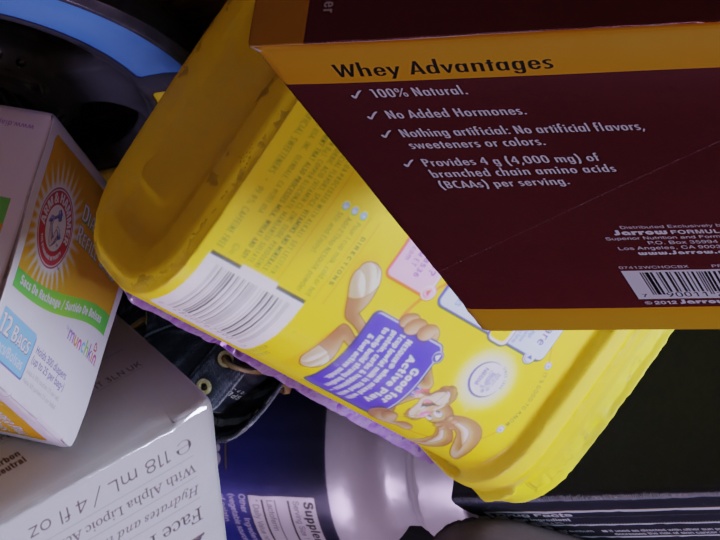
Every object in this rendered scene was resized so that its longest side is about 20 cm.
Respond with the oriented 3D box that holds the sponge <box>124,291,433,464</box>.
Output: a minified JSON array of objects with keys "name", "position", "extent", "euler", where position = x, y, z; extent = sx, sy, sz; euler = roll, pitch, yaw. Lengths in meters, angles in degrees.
[{"name":"sponge","position":[0.000,0.000,0.977],"extent":[0.200,0.112,0.030],"euler":[32,-168,-44]}]

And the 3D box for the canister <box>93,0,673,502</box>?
[{"name":"canister","position":[0.019,-0.016,0.887],"extent":[0.200,0.149,0.087],"euler":[30,-172,-36]}]

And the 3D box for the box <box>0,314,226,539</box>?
[{"name":"box","position":[-0.190,0.096,1.024],"extent":[0.200,0.199,0.131],"euler":[38,146,38]}]

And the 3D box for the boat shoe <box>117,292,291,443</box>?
[{"name":"boat shoe","position":[-0.038,0.026,1.072],"extent":[0.200,0.091,0.071],"euler":[-12,150,41]}]

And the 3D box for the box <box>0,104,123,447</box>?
[{"name":"box","position":[-0.204,-0.010,0.938],"extent":[0.199,0.102,0.113],"euler":[10,162,15]}]

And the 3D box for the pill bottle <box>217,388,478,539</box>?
[{"name":"pill bottle","position":[-0.033,0.080,1.169],"extent":[0.199,0.116,0.116],"euler":[0,156,18]}]

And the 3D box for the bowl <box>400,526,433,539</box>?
[{"name":"bowl","position":[0.075,0.119,1.324],"extent":[0.200,0.039,0.201],"euler":[7,158,3]}]

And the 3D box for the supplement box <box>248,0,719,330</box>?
[{"name":"supplement box","position":[0.102,-0.081,0.710],"extent":[0.197,0.133,0.200],"euler":[-1,156,22]}]

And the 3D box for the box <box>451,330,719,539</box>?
[{"name":"box","position":[0.179,0.076,1.072],"extent":[0.200,0.124,0.198],"euler":[-5,155,33]}]

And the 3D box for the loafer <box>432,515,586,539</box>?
[{"name":"loafer","position":[0.121,0.166,1.062],"extent":[0.199,0.071,0.073],"euler":[15,159,-12]}]

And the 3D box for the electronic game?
[{"name":"electronic game","position":[-0.146,-0.075,0.934],"extent":[0.199,0.042,0.200],"euler":[7,158,3]}]
